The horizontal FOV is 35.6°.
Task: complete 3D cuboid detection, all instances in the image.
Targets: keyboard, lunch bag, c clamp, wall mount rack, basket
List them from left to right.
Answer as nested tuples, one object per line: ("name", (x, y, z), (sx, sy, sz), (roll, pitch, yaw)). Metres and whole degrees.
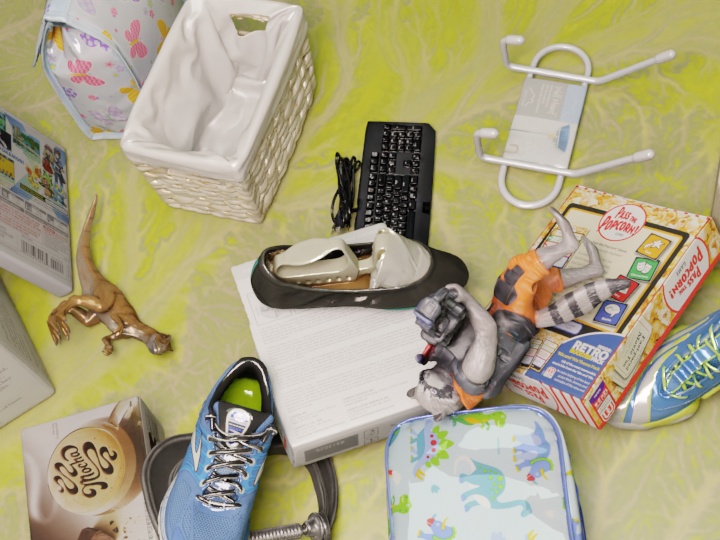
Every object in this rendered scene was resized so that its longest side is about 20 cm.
("lunch bag", (-0.266, -0.262, 1.176), (0.126, 0.200, 0.171), (1, 63, 12))
("basket", (-0.133, -0.162, 1.138), (0.134, 0.124, 0.201), (12, 66, 17))
("c clamp", (-0.102, 0.207, 0.946), (0.198, 0.027, 0.172), (-10, 54, -27))
("keyboard", (0.017, -0.068, 1.104), (0.103, 0.040, 0.202), (0, 61, 11))
("lunch bag", (0.104, 0.215, 0.909), (0.159, 0.083, 0.202), (-9, 61, 8))
("wall mount rack", (0.207, -0.156, 1.091), (0.172, 0.075, 0.201), (11, 66, 16))

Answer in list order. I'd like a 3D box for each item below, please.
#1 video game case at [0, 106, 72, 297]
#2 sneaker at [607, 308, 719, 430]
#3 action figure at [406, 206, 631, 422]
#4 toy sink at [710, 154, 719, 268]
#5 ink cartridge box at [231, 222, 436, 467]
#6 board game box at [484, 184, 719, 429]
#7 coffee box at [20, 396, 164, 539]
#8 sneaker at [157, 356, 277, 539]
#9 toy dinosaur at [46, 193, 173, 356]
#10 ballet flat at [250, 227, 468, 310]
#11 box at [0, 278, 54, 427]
("video game case", (-0.362, -0.089, 1.106), (0.022, 0.200, 0.184), (-24, 58, 20))
("sneaker", (0.287, 0.064, 0.938), (0.199, 0.105, 0.076), (-25, 62, -3))
("action figure", (0.111, 0.043, 0.891), (0.105, 0.200, 0.194), (44, 99, 12))
("toy sink", (0.368, -0.082, 0.946), (0.129, 0.200, 0.113), (10, 64, 16))
("ink cartridge box", (-0.018, 0.064, 1.025), (0.161, 0.050, 0.201), (-17, 54, -10))
("board game box", (0.199, 0.025, 0.979), (0.151, 0.046, 0.200), (22, 67, 48))
("coffee box", (-0.220, 0.227, 0.971), (0.112, 0.080, 0.201), (-15, 60, 0))
("sneaker", (-0.113, 0.152, 0.910), (0.078, 0.090, 0.201), (13, 46, -7))
("toy dinosaur", (-0.260, 0.027, 1.112), (0.106, 0.061, 0.200), (-25, 63, -31))
("ballet flat", (0.000, 0.000, 0.997), (0.198, 0.069, 0.068), (-6, 54, -3))
("box", (-0.434, 0.073, 1.070), (0.199, 0.131, 0.199), (-32, 60, -7))
